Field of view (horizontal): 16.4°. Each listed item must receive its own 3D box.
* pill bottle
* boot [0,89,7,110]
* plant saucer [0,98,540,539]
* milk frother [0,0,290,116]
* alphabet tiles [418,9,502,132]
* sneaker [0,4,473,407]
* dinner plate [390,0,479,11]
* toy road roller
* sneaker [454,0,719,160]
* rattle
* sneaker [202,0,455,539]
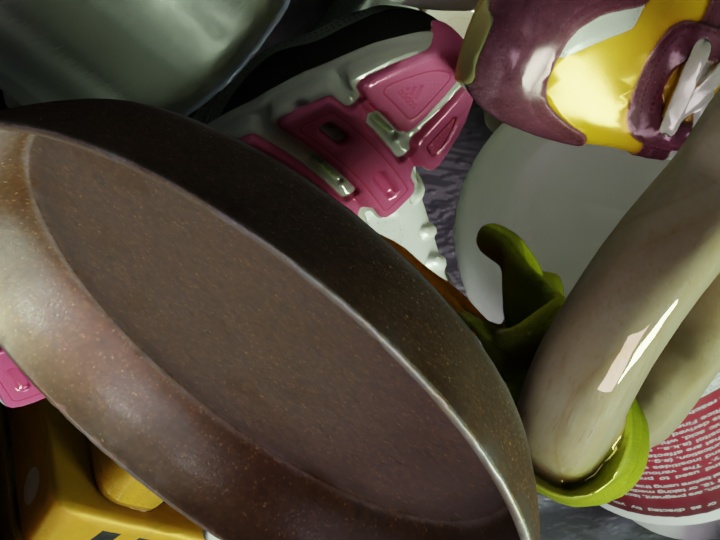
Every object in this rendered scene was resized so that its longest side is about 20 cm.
[{"bbox_3d":[0.108,0.023,0.901,0.113,0.113,0.200,-11,150,11],"label":"pill bottle"},{"bbox_3d":[-0.089,-0.021,0.862,0.199,0.074,0.096,2,140,-14],"label":"boot"},{"bbox_3d":[-0.030,0.022,0.669,0.200,0.035,0.200,30,153,17],"label":"plant saucer"},{"bbox_3d":[-0.083,-0.105,0.627,0.180,0.201,0.188,-28,140,25],"label":"milk frother"},{"bbox_3d":[0.125,-0.094,0.824,0.199,0.015,0.196,8,144,-16],"label":"alphabet tiles"},{"bbox_3d":[-0.061,-0.038,0.767,0.200,0.088,0.074,-29,145,17],"label":"sneaker"},{"bbox_3d":[0.073,-0.145,0.683,0.200,0.024,0.200,-22,155,-11],"label":"dinner plate"},{"bbox_3d":[-0.105,0.068,0.956,0.199,0.123,0.146,16,127,-28],"label":"toy road roller"},{"bbox_3d":[0.124,-0.056,0.742,0.199,0.090,0.075,-4,129,-34],"label":"sneaker"},{"bbox_3d":[0.075,-0.047,0.680,0.130,0.143,0.200,-8,134,-44],"label":"rattle"},{"bbox_3d":[0.000,0.000,0.838,0.080,0.070,0.201,10,106,-5],"label":"sneaker"}]
